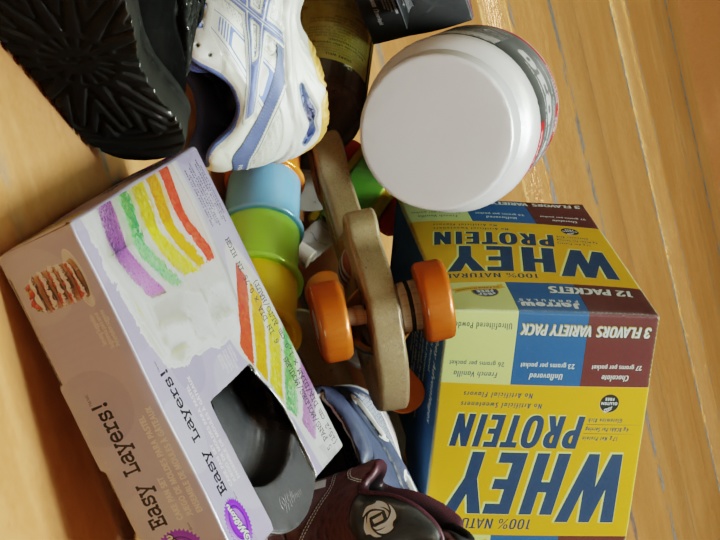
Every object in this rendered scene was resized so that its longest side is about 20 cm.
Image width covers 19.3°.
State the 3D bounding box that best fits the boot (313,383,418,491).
[{"bbox_3d":[0.008,0.163,1.258,0.201,0.073,0.090,65,11,10],"label":"boot"}]

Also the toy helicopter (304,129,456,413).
[{"bbox_3d":[0.000,0.000,1.284,0.133,0.079,0.200,85,-9,-51],"label":"toy helicopter"}]

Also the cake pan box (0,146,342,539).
[{"bbox_3d":[-0.092,0.050,1.099,0.201,0.052,0.184,65,22,-6],"label":"cake pan box"}]

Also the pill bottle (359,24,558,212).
[{"bbox_3d":[0.065,-0.098,1.372,0.200,0.113,0.114,-43,122,-76],"label":"pill bottle"}]

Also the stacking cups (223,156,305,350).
[{"bbox_3d":[-0.064,-0.037,1.296,0.061,0.060,0.201,61,21,-46],"label":"stacking cups"}]

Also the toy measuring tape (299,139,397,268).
[{"bbox_3d":[-0.003,-0.052,1.442,0.200,0.073,0.074,-35,114,-71],"label":"toy measuring tape"}]

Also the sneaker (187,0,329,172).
[{"bbox_3d":[-0.080,-0.154,1.235,0.088,0.075,0.201,-22,105,-31],"label":"sneaker"}]

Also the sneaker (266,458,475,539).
[{"bbox_3d":[0.021,0.194,1.145,0.201,0.115,0.076,66,16,13],"label":"sneaker"}]

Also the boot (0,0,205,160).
[{"bbox_3d":[-0.131,-0.173,1.094,0.211,0.079,0.158,71,25,-60],"label":"boot"}]

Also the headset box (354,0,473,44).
[{"bbox_3d":[0.015,-0.257,1.392,0.149,0.077,0.201,59,20,-66],"label":"headset box"}]

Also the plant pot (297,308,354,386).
[{"bbox_3d":[-0.036,0.125,1.331,0.200,0.027,0.201,-10,90,-73],"label":"plant pot"}]

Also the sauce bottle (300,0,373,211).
[{"bbox_3d":[-0.026,-0.127,1.424,0.065,0.064,0.200,64,25,-42],"label":"sauce bottle"}]

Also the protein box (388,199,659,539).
[{"bbox_3d":[0.093,0.079,1.389,0.200,0.134,0.199,-111,-155,-67],"label":"protein box"}]
